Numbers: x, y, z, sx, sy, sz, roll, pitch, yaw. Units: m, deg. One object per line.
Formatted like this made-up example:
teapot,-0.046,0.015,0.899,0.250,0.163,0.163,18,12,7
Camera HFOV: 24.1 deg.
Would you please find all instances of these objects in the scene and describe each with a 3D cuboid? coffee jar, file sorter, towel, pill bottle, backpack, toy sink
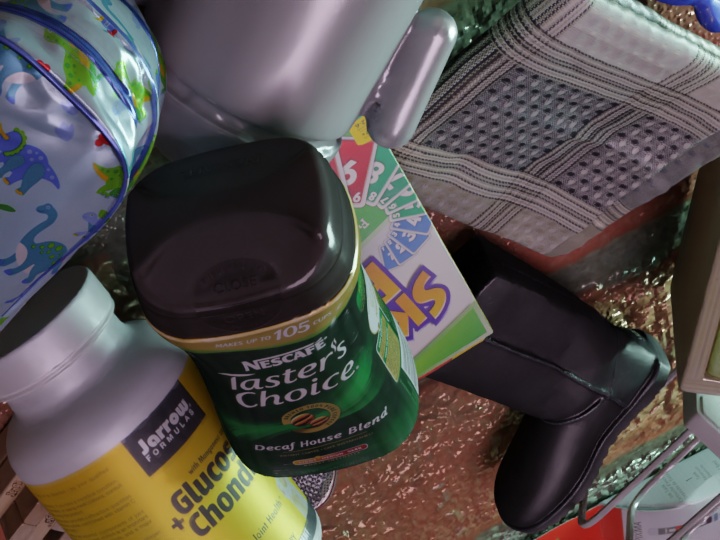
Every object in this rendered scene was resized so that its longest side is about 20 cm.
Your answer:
coffee jar,-0.039,0.021,0.799,0.104,0.086,0.200,-13,148,7
file sorter,0.257,0.174,1.149,0.200,0.139,0.125,43,110,-5
towel,0.114,-0.074,0.938,0.199,0.035,0.192,17,138,-41
pill bottle,-0.117,0.099,0.902,0.112,0.112,0.200,-36,111,2
backpack,-0.173,-0.053,0.731,0.200,0.154,0.163,-39,107,3
toy sink,0.273,-0.022,1.033,0.129,0.112,0.201,7,130,1

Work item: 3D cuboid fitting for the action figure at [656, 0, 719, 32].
action figure,0.162,-0.182,0.895,0.199,0.065,0.099,1,133,-33

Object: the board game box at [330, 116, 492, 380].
board game box,0.000,0.000,0.932,0.095,0.030,0.200,-31,131,1

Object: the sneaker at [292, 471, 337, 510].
sneaker,-0.057,0.085,0.990,0.080,0.075,0.201,-28,137,-6

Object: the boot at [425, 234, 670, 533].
boot,0.089,0.079,1.079,0.200,0.066,0.165,24,104,-46

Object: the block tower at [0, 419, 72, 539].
block tower,-0.133,0.145,1.013,0.199,0.054,0.058,23,114,-42

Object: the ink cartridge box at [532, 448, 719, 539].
ink cartridge box,0.228,0.227,1.308,0.199,0.050,0.163,-27,136,-12

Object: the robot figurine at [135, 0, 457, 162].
robot figurine,-0.038,-0.120,0.791,0.169,0.113,0.201,27,114,-10
